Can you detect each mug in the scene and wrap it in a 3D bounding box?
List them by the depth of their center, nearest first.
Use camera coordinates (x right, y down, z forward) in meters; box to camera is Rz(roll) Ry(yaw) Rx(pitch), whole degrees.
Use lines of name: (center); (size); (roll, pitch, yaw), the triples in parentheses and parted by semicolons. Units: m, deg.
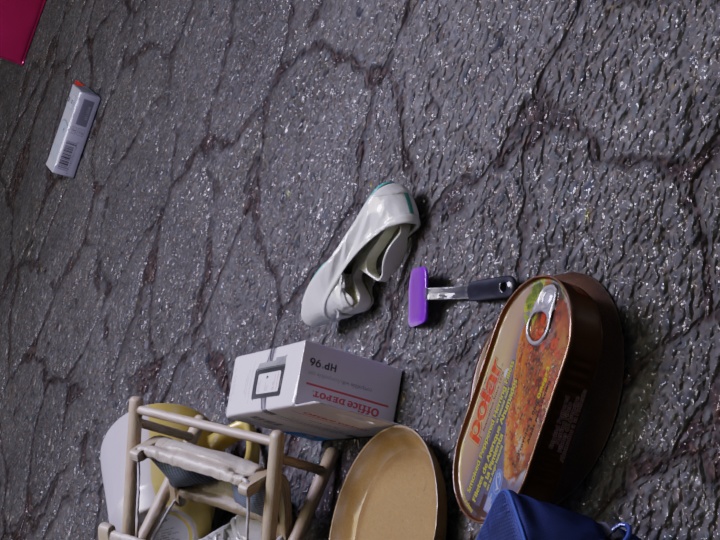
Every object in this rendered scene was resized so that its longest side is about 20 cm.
mug: (-0.219, 0.243, 1.723); (0.187, 0.148, 0.154); (-57, 20, 22)

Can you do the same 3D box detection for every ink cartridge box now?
ink cartridge box: (-0.038, 0.121, 1.495); (0.199, 0.115, 0.069); (-16, 61, 59)
ink cartridge box: (-0.559, -0.277, 2.857); (0.200, 0.047, 0.162); (35, 107, 61)

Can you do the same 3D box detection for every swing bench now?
swing bench: (-0.152, 0.253, 1.541); (0.197, 0.129, 0.202); (9, 80, 32)

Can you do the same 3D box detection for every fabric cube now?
fabric cube: (-0.855, -0.616, 3.483); (0.198, 0.198, 0.200); (-66, 26, 13)

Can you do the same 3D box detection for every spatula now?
spatula: (0.090, 0.020, 1.402); (0.199, 0.020, 0.057); (-9, 80, 60)

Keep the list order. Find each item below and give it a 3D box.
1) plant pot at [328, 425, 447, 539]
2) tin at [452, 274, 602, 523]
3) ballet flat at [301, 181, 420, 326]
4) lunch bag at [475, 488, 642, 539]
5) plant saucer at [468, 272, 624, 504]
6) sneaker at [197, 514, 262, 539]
plant pot: (0.027, 0.245, 1.391); (0.200, 0.027, 0.202); (-43, 39, 48)
tin: (0.130, 0.104, 1.186); (0.112, 0.042, 0.202); (26, 98, 60)
ballet flat: (0.000, 0.000, 1.560); (0.201, 0.069, 0.070); (-57, 30, 29)
lunch bag: (0.134, 0.258, 1.052); (0.136, 0.131, 0.201); (-95, 28, -69)
plant saucer: (0.144, 0.096, 1.242); (0.200, 0.032, 0.202); (-40, 42, 48)
sneaker: (-0.151, 0.309, 1.642); (0.200, 0.088, 0.076); (-54, 31, 35)
